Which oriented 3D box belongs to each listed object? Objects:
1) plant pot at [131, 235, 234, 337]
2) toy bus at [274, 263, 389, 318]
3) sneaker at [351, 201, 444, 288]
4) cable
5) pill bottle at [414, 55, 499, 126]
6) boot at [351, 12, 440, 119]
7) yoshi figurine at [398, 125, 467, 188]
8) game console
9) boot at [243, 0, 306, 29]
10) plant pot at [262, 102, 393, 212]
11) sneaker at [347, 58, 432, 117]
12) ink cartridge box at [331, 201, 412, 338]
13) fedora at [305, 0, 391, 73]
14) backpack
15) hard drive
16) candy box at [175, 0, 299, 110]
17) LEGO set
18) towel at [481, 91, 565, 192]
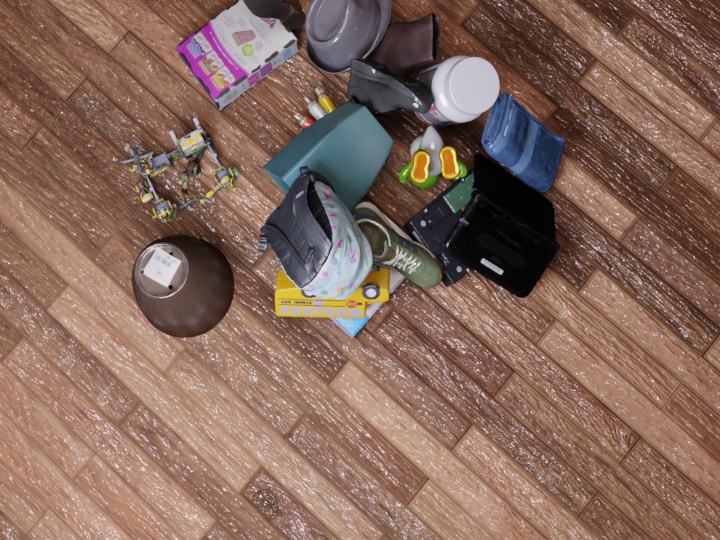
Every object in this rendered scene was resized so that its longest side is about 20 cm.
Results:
[{"bbox_3d":[-0.329,0.014,1.617,0.183,0.200,0.191,0,80,1],"label":"plant pot"},{"bbox_3d":[-0.048,0.037,1.580,0.196,0.079,0.066,1,37,1],"label":"toy bus"},{"bbox_3d":[0.054,-0.030,1.576,0.200,0.090,0.067,42,116,-1],"label":"sneaker"},{"bbox_3d":[-0.039,-0.249,1.729,0.199,0.050,0.098,39,85,6],"label":"cable"},{"bbox_3d":[0.169,-0.324,1.651,0.113,0.200,0.118,-1,96,-14],"label":"pill bottle"},{"bbox_3d":[0.066,-0.374,1.699,0.164,0.072,0.204,-6,70,40],"label":"boot"},{"bbox_3d":[0.126,-0.186,1.657,0.112,0.200,0.112,41,100,-11],"label":"yoshi figurine"},{"bbox_3d":[0.253,-0.080,1.659,0.198,0.117,0.178,29,100,-21],"label":"game console"},{"bbox_3d":[-0.194,-0.559,1.702,0.064,0.186,0.202,-32,67,19],"label":"boot"},{"bbox_3d":[-0.047,-0.198,1.651,0.200,0.141,0.141,-46,115,-6],"label":"plant pot"},{"bbox_3d":[0.051,-0.311,1.637,0.199,0.075,0.092,35,117,40],"label":"sneaker"},{"bbox_3d":[0.000,0.000,1.672,0.146,0.084,0.200,42,83,6],"label":"ink cartridge box"},{"bbox_3d":[-0.038,-0.475,1.714,0.175,0.090,0.203,21,82,32],"label":"fedora"},{"bbox_3d":[-0.068,-0.048,1.493,0.168,0.125,0.201,-57,39,23],"label":"backpack"},{"bbox_3d":[0.187,-0.083,1.662,0.199,0.038,0.141,-40,96,-26],"label":"hard drive"},{"bbox_3d":[-0.234,-0.425,1.755,0.199,0.061,0.137,-37,82,-4],"label":"candy box"},{"bbox_3d":[-0.332,-0.187,1.690,0.197,0.116,0.156,-20,81,-2],"label":"LEGO set"},{"bbox_3d":[0.297,-0.227,1.656,0.048,0.199,0.114,5,73,45],"label":"towel"}]
